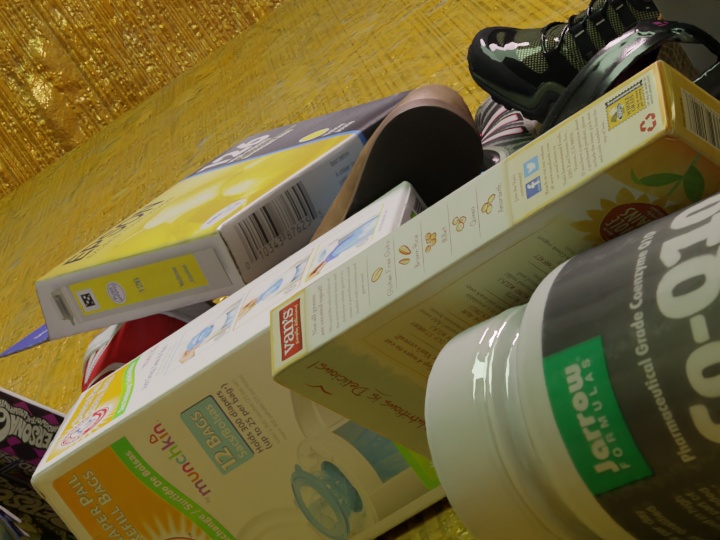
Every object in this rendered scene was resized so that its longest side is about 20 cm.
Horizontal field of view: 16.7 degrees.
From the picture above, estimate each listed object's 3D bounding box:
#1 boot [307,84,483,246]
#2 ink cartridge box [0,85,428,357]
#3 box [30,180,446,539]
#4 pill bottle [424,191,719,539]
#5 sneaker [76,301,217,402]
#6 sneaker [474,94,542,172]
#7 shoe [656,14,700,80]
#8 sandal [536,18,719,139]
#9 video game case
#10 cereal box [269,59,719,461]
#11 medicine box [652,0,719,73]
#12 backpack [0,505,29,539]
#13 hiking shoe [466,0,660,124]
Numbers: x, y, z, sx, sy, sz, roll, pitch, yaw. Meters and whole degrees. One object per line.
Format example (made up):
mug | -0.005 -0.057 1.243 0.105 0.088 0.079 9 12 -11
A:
boot | 0.000 0.000 1.181 0.200 0.074 0.075 -59 10 18
ink cartridge box | -0.079 -0.029 1.330 0.200 0.047 0.198 -11 19 40
box | -0.032 0.068 1.116 0.200 0.113 0.101 -32 13 16
pill bottle | 0.125 0.032 0.830 0.200 0.113 0.113 -26 15 38
sneaker | -0.137 0.090 1.413 0.200 0.071 0.113 123 169 -64
sneaker | 0.081 -0.052 1.365 0.087 0.074 0.200 -29 17 -1
shoe | 0.173 -0.114 1.181 0.053 0.200 0.070 -17 35 -39
sandal | 0.099 -0.063 1.042 0.200 0.048 0.075 -35 5 38
video game case | -0.204 0.098 1.255 0.181 0.200 0.036 -24 46 56
cereal box | 0.083 0.012 0.935 0.200 0.144 0.040 -31 46 32
medicine box | 0.184 -0.221 1.068 0.200 0.182 0.103 -44 16 -32
backpack | -0.234 0.160 1.121 0.200 0.191 0.154 -42 14 -35
hiking shoe | 0.147 -0.128 1.272 0.200 0.101 0.076 6 22 28
